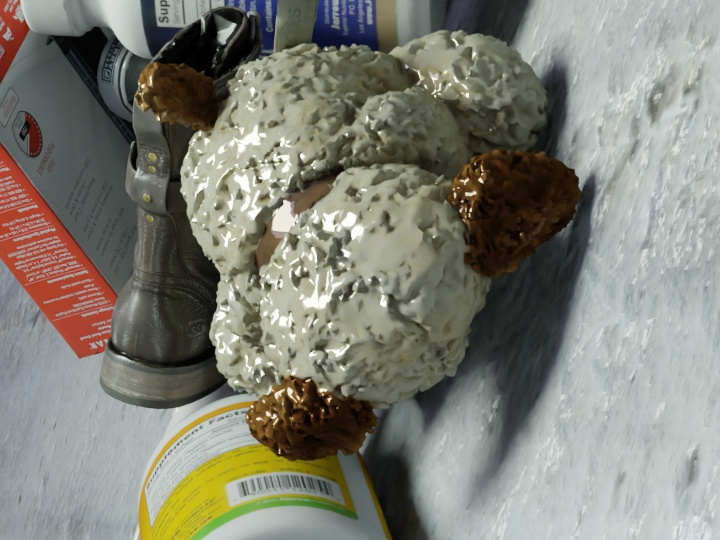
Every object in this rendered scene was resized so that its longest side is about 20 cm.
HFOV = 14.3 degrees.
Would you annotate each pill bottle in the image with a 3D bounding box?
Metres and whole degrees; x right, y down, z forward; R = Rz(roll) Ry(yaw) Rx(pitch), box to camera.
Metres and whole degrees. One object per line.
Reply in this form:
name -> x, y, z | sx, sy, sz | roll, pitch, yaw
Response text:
pill bottle -> -0.044, 0.123, 1.304 | 0.200, 0.111, 0.111 | -112, 41, -69
pill bottle -> -0.060, -0.157, 1.386 | 0.116, 0.200, 0.116 | 3, -90, -83

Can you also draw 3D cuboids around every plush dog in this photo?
plush dog -> -0.005, -0.016, 1.212 | 0.200, 0.160, 0.172 | -50, 42, 10

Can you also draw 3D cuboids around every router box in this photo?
router box -> -0.144, -0.088, 1.480 | 0.049, 0.180, 0.200 | -15, 36, 30

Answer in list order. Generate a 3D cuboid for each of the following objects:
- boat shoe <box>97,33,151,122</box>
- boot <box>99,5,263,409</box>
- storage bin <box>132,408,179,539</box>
boat shoe -> -0.048, -0.084, 1.498 | 0.068, 0.199, 0.074 | 21, 88, 38
boot -> -0.065, -0.042, 1.358 | 0.200, 0.069, 0.174 | -51, -29, -63
storage bin -> -0.089, 0.131, 1.510 | 0.199, 0.094, 0.200 | -151, 78, -75
